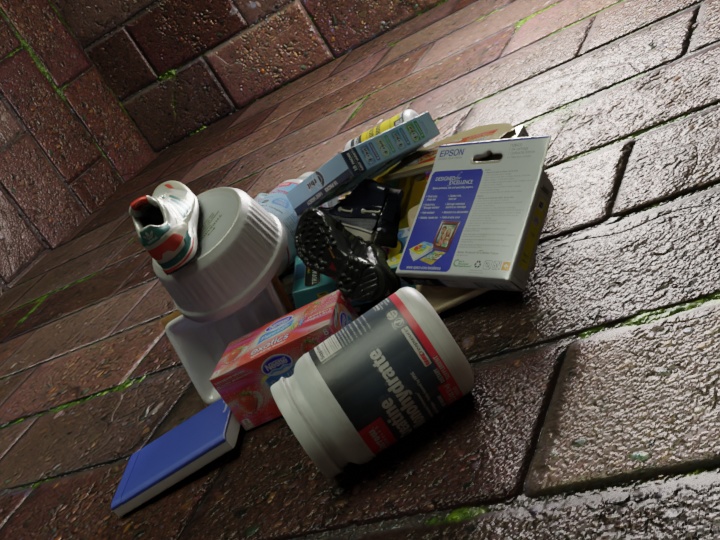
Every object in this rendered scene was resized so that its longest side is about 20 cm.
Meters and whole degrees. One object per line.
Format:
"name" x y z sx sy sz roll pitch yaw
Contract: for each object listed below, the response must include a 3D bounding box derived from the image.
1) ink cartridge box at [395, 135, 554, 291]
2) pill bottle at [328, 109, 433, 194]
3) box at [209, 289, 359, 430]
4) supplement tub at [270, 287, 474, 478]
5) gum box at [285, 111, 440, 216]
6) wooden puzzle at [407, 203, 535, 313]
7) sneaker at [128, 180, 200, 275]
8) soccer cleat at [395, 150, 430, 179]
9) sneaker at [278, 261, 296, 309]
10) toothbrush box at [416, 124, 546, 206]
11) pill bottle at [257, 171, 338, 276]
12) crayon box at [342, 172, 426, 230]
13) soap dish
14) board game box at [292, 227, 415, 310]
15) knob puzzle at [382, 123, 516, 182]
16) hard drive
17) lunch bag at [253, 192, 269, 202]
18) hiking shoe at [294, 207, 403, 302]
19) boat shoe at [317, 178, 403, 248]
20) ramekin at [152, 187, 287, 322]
"ink cartridge box" 0.156 -0.074 1.325 0.197 0.047 0.201 2 65 47
"pill bottle" 0.039 -0.223 1.965 0.199 0.112 0.112 -26 21 21
"box" -0.092 0.122 1.376 0.199 0.095 0.103 -26 20 21
"supplement tub" 0.014 0.126 1.128 0.199 0.141 0.140 -34 19 -2
"gum box" 0.003 -0.166 1.569 0.199 0.045 0.170 -31 1 -37
"wooden puzzle" 0.153 -0.040 1.373 0.184 0.046 0.201 -26 48 31
"sneaker" -0.279 -0.085 1.413 0.070 0.094 0.201 -30 37 11
"soccer cleat" 0.070 -0.141 1.808 0.199 0.068 0.073 -38 34 -9
"sneaker" -0.136 0.056 1.615 0.199 0.087 0.077 -30 24 -18
"toothbrush box" 0.182 -0.121 1.534 0.145 0.086 0.200 -19 23 35
"pill bottle" -0.119 -0.080 1.642 0.108 0.109 0.200 -17 21 40
"crayon box" 0.036 -0.094 1.661 0.199 0.051 0.127 -23 42 47
"soap dish" -0.178 0.096 1.506 0.199 0.158 0.081 -28 3 16
"board game box" 0.000 0.000 1.510 0.198 0.047 0.151 -14 21 3
"knob puzzle" 0.151 -0.180 1.538 0.218 0.031 0.220 -20 14 5
"hard drive" -0.252 0.253 1.407 0.199 0.025 0.132 -33 19 15
"lunch bag" -0.129 -0.038 1.771 0.198 0.128 0.170 8 38 24
"hiking shoe" -0.016 -0.016 1.408 0.200 0.100 0.076 47 113 38
"boat shoe" -0.004 -0.096 1.533 0.199 0.074 0.094 19 98 50
"ramekin" -0.212 -0.032 1.458 0.201 0.094 0.203 -24 38 20
